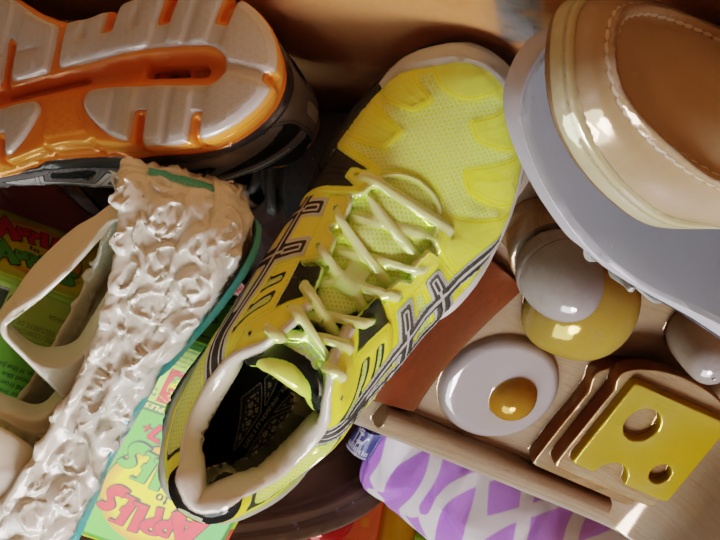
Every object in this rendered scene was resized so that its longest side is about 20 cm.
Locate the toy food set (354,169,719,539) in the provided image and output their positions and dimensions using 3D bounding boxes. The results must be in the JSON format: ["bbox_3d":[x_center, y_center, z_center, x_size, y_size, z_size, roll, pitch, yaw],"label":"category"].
[{"bbox_3d":[0.095,0.043,1.133,0.200,0.144,0.060,24,-156,-31],"label":"toy food set"}]

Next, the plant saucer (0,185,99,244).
[{"bbox_3d":[-0.127,-0.001,1.245,0.200,0.051,0.201,41,175,4],"label":"plant saucer"}]

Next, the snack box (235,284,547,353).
[{"bbox_3d":[0.000,0.000,1.225,0.200,0.024,0.072,-2,117,47],"label":"snack box"}]

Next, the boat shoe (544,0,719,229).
[{"bbox_3d":[0.136,-0.043,0.940,0.065,0.072,0.200,-12,154,41],"label":"boat shoe"}]

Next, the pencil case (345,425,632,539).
[{"bbox_3d":[0.093,0.115,1.262,0.200,0.086,0.084,39,-150,14],"label":"pencil case"}]

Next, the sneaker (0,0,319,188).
[{"bbox_3d":[-0.106,-0.060,1.086,0.199,0.079,0.077,5,168,28],"label":"sneaker"}]

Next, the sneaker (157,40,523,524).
[{"bbox_3d":[-0.002,0.012,1.028,0.075,0.200,0.076,30,-167,-5],"label":"sneaker"}]

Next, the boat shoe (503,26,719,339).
[{"bbox_3d":[0.113,-0.023,1.025,0.199,0.074,0.068,31,178,-32],"label":"boat shoe"}]

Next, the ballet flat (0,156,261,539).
[{"bbox_3d":[-0.110,0.040,1.058,0.072,0.200,0.072,30,-162,-11],"label":"ballet flat"}]

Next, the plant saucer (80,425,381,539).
[{"bbox_3d":[-0.084,0.079,1.327,0.199,0.030,0.200,3,-163,-1],"label":"plant saucer"}]

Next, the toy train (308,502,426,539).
[{"bbox_3d":[0.007,0.134,1.452,0.115,0.201,0.085,14,166,-17],"label":"toy train"}]

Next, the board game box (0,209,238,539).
[{"bbox_3d":[-0.130,0.037,1.122,0.199,0.102,0.048,20,-153,-16],"label":"board game box"}]

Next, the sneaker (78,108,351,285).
[{"bbox_3d":[-0.051,-0.033,1.139,0.082,0.077,0.200,30,159,-29],"label":"sneaker"}]
